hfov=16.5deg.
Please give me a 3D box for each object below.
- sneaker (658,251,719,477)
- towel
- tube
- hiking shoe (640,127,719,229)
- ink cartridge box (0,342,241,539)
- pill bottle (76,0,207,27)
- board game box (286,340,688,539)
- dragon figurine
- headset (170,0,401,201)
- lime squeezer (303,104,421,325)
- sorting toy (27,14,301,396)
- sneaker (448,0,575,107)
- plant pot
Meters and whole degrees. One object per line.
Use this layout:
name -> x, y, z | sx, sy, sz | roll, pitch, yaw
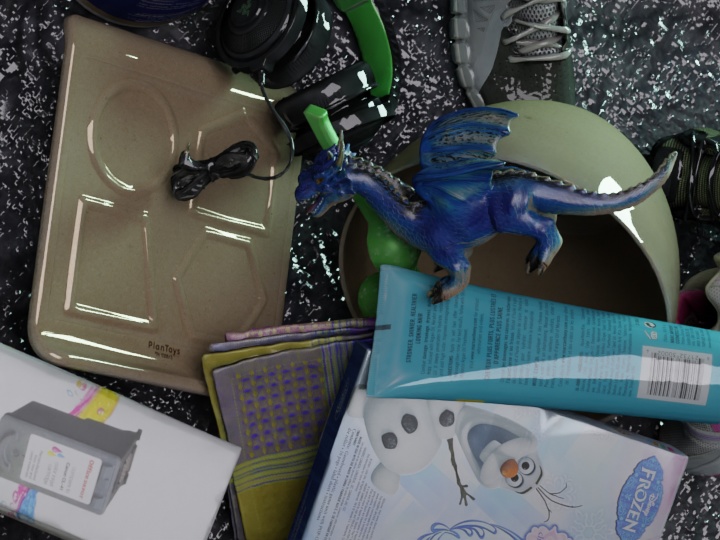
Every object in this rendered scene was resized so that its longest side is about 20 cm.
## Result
sneaker -> 0.216, 0.047, 1.485 | 0.088, 0.200, 0.082 | 23, 48, -3
towel -> 0.014, 0.093, 1.430 | 0.199, 0.023, 0.144 | -5, 117, 0
tube -> 0.105, 0.046, 1.362 | 0.199, 0.050, 0.078 | 9, 61, -6
hiking shoe -> 0.228, -0.045, 1.492 | 0.100, 0.200, 0.076 | -2, 99, -15
ink cartridge box -> -0.183, 0.093, 1.357 | 0.199, 0.148, 0.086 | 24, 82, -16
pill bottle -> -0.104, -0.211, 1.394 | 0.115, 0.200, 0.116 | 2, 82, -18
board game box -> 0.059, 0.165, 1.396 | 0.198, 0.043, 0.201 | 19, 93, -12
dragon figurine -> 0.062, -0.047, 1.320 | 0.100, 0.199, 0.059 | 62, 24, -27
headset -> -0.044, -0.112, 1.449 | 0.124, 0.094, 0.200 | 53, 35, -20
lime squeezer -> 0.000, 0.000, 1.412 | 0.070, 0.201, 0.038 | 8, 42, 9
sorting toy -> -0.112, -0.031, 1.428 | 0.185, 0.036, 0.201 | 15, 74, -44
sneaker -> 0.099, -0.173, 1.502 | 0.075, 0.115, 0.201 | -14, 88, -19
plant pot -> 0.102, -0.023, 1.465 | 0.200, 0.200, 0.135 | 40, 42, -10
